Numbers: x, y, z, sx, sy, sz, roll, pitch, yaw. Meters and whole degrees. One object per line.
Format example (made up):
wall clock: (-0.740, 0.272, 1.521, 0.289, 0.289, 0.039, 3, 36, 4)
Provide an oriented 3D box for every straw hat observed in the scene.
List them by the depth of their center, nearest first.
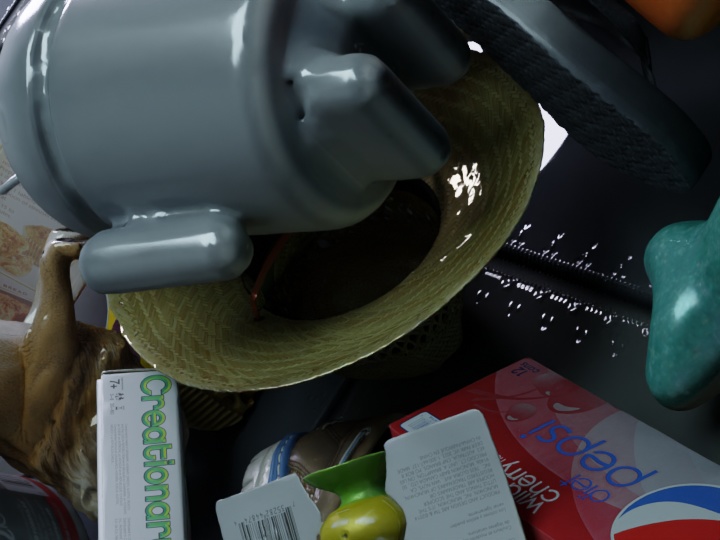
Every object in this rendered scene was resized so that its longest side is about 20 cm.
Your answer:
straw hat: (0.000, 0.000, 0.861, 0.201, 0.085, 0.201, -19, 39, 16)

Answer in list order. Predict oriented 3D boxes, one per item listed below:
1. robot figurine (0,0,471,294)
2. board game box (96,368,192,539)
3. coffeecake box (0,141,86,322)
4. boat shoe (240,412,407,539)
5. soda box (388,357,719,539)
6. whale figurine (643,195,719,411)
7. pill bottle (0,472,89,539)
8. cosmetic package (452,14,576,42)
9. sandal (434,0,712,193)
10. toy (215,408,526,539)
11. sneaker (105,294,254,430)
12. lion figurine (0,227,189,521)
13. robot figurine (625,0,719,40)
robot figurine: (-0.059, -0.068, 0.813, 0.200, 0.113, 0.170, -2, 58, 33)
board game box: (-0.078, 0.151, 0.794, 0.035, 0.126, 0.200, -4, 43, -4)
coffeecake box: (-0.129, -0.071, 1.007, 0.200, 0.073, 0.154, -53, 12, 40)
boat shoe: (-0.006, 0.128, 0.770, 0.072, 0.072, 0.200, -32, 39, 25)
soda box: (0.089, 0.098, 0.672, 0.063, 0.070, 0.200, -24, 27, -21)
whale figurine: (0.162, -0.028, 0.690, 0.200, 0.104, 0.159, -28, 41, 36)
pill bottle: (-0.217, 0.130, 0.879, 0.114, 0.200, 0.114, -12, 71, 37)
cosmetic package: (0.024, -0.194, 0.869, 0.108, 0.085, 0.200, -2, 92, 29)
sandal: (0.056, -0.107, 0.773, 0.043, 0.076, 0.200, -44, 72, -5)
toy: (0.032, 0.153, 0.682, 0.115, 0.047, 0.200, -23, 83, 34)
sneaker: (-0.074, -0.020, 0.981, 0.090, 0.075, 0.200, -2, 57, 42)
lion figurine: (-0.168, 0.043, 0.877, 0.072, 0.200, 0.123, -149, 64, -73)
robot figurine: (0.102, -0.162, 0.740, 0.117, 0.200, 0.144, -54, -11, 24)
